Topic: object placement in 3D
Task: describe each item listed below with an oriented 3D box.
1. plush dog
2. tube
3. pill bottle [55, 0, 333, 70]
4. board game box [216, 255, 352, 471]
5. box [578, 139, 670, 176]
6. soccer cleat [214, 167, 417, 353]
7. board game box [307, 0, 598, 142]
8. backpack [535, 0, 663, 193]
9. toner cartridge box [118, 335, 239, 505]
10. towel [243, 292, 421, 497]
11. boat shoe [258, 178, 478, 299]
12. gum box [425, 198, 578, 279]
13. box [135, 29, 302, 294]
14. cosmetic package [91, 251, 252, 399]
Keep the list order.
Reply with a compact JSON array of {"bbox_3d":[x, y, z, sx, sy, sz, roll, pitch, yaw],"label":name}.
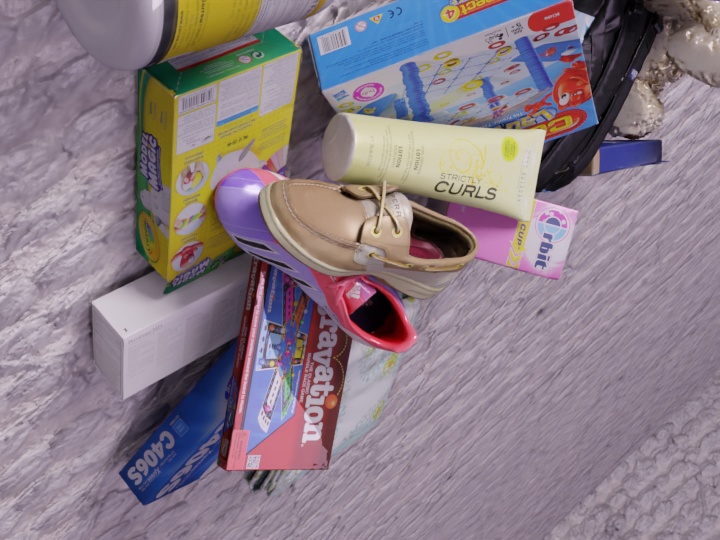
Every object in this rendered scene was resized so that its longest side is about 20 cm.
[{"bbox_3d":[0.339,-0.262,1.146,0.200,0.161,0.172,-34,-176,45],"label":"plush dog"},{"bbox_3d":[0.067,-0.088,0.838,0.199,0.052,0.058,5,140,-32],"label":"tube"},{"bbox_3d":[-0.074,-0.194,0.610,0.199,0.112,0.113,-27,147,-35],"label":"pill bottle"},{"bbox_3d":[-0.054,0.065,0.861,0.102,0.019,0.202,7,95,-37],"label":"board game box"},{"bbox_3d":[0.258,-0.130,1.186,0.199,0.120,0.033,-12,103,-49],"label":"box"},{"bbox_3d":[-0.029,-0.006,0.801,0.067,0.076,0.200,-49,124,-6],"label":"soccer cleat"},{"bbox_3d":[0.084,-0.155,0.857,0.198,0.056,0.196,-19,155,12],"label":"board game box"},{"bbox_3d":[0.191,-0.174,1.021,0.163,0.153,0.202,-1,106,-58],"label":"backpack"},{"bbox_3d":[-0.133,0.132,0.980,0.200,0.043,0.095,-48,167,23],"label":"toner cartridge box"},{"bbox_3d":[-0.022,0.115,1.002,0.200,0.048,0.172,-31,150,-47],"label":"towel"},{"bbox_3d":[0.012,-0.034,0.773,0.066,0.075,0.199,-33,149,32],"label":"boat shoe"},{"bbox_3d":[0.124,-0.044,1.006,0.200,0.113,0.067,-116,-139,-85],"label":"gum box"},{"bbox_3d":[-0.110,-0.077,0.788,0.117,0.048,0.201,-29,145,-35],"label":"box"},{"bbox_3d":[-0.130,0.023,0.885,0.199,0.051,0.083,-29,151,-34],"label":"cosmetic package"}]
